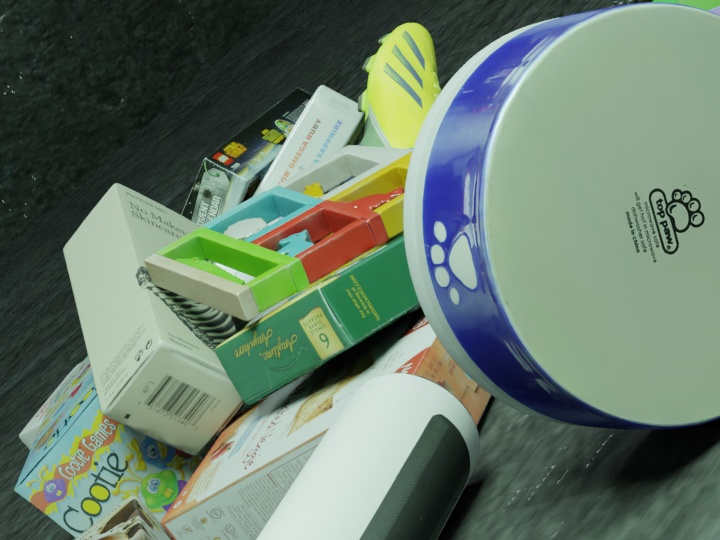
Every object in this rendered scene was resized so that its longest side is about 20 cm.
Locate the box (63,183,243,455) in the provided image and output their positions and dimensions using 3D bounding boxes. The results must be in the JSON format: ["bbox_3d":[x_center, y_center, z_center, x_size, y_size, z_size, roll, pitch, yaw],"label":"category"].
[{"bbox_3d":[-0.138,0.030,1.383,0.068,0.082,0.200,-51,33,18],"label":"box"}]

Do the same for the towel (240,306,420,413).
[{"bbox_3d":[0.006,0.049,1.464,0.200,0.031,0.149,-31,16,20],"label":"towel"}]

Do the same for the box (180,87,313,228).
[{"bbox_3d":[-0.090,-0.050,1.573,0.137,0.040,0.200,-66,-8,25],"label":"box"}]

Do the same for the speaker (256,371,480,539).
[{"bbox_3d":[-0.007,0.137,1.041,0.081,0.081,0.200,-29,14,34],"label":"speaker"}]

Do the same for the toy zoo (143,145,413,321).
[{"bbox_3d":[-0.025,-0.034,1.315,0.200,0.020,0.131,-30,24,-23],"label":"toy zoo"}]

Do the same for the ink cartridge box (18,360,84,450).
[{"bbox_3d":[-0.203,0.110,1.719,0.200,0.067,0.116,-30,15,33],"label":"ink cartridge box"}]

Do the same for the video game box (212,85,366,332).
[{"bbox_3d":[-0.059,-0.021,1.559,0.182,0.047,0.200,-58,-8,-17],"label":"video game box"}]

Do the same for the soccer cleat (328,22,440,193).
[{"bbox_3d":[0.037,-0.100,1.459,0.084,0.065,0.200,-4,45,22],"label":"soccer cleat"}]

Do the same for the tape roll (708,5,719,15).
[{"bbox_3d":[0.191,-0.075,1.247,0.200,0.085,0.200,-36,13,10],"label":"tape roll"}]

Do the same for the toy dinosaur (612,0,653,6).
[{"bbox_3d":[0.238,-0.178,1.476,0.200,0.088,0.047,-41,18,-12],"label":"toy dinosaur"}]

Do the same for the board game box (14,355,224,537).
[{"bbox_3d":[-0.160,0.116,1.457,0.105,0.103,0.200,-48,10,10],"label":"board game box"}]

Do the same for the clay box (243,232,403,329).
[{"bbox_3d":[0.000,0.000,1.477,0.115,0.048,0.200,-23,18,37],"label":"clay box"}]

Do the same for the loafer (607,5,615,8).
[{"bbox_3d":[0.139,-0.162,1.709,0.200,0.067,0.076,-35,-6,14],"label":"loafer"}]

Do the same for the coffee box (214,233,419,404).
[{"bbox_3d":[0.015,0.009,1.290,0.200,0.044,0.123,-31,1,-40],"label":"coffee box"}]

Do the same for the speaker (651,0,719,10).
[{"bbox_3d":[0.231,-0.151,1.405,0.200,0.088,0.088,-41,13,-16],"label":"speaker"}]

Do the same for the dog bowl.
[{"bbox_3d":[0.126,-0.025,0.976,0.200,0.200,0.079,-42,15,-19],"label":"dog bowl"}]

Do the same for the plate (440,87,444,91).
[{"bbox_3d":[0.138,-0.136,1.558,0.200,0.032,0.200,-16,-13,-33],"label":"plate"}]

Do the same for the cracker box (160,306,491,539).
[{"bbox_3d":[-0.013,0.098,1.248,0.200,0.058,0.134,-31,12,27],"label":"cracker box"}]

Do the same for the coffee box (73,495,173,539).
[{"bbox_3d":[-0.141,0.210,1.152,0.113,0.080,0.200,-38,12,-4],"label":"coffee box"}]
